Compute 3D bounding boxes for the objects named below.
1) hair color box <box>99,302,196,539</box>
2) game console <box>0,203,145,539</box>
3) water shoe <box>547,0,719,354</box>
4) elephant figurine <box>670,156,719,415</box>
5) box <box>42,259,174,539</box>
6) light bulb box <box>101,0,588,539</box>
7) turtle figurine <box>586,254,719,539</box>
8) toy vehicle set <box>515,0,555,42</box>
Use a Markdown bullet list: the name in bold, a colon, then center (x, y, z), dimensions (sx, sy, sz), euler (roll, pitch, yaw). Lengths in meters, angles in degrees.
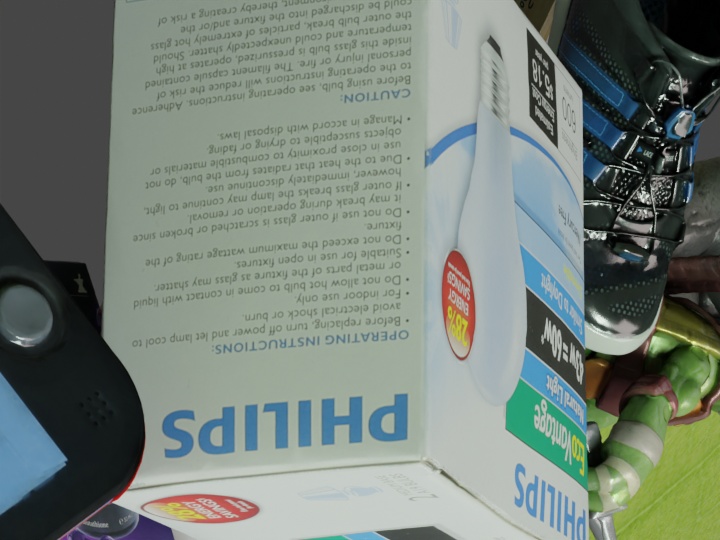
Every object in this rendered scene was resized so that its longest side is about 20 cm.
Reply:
- **hair color box**: center (-0.062, 0.069, 1.094), dimensions (0.102, 0.061, 0.200), euler (-49, 153, -4)
- **game console**: center (-0.171, 0.031, 0.741), dimensions (0.200, 0.177, 0.031), euler (-35, -179, -43)
- **water shoe**: center (0.111, -0.068, 1.037), dimensions (0.071, 0.079, 0.202), euler (8, 80, -24)
- **elephant figurine**: center (0.140, 0.010, 1.270), dimensions (0.154, 0.143, 0.200), euler (-1, 175, -19)
- **box**: center (-0.157, 0.071, 0.843), dimensions (0.079, 0.142, 0.200), euler (-29, 164, 27)
- **light bulb box**: center (0.000, 0.000, 0.932), dimensions (0.198, 0.124, 0.202), euler (38, 49, -63)
- **turtle figurine**: center (0.080, 0.070, 1.112), dimensions (0.201, 0.193, 0.144), euler (-64, 177, 29)
- **toy vehicle set**: center (0.102, -0.110, 1.167), dimensions (0.124, 0.026, 0.201), euler (-11, 133, -53)
